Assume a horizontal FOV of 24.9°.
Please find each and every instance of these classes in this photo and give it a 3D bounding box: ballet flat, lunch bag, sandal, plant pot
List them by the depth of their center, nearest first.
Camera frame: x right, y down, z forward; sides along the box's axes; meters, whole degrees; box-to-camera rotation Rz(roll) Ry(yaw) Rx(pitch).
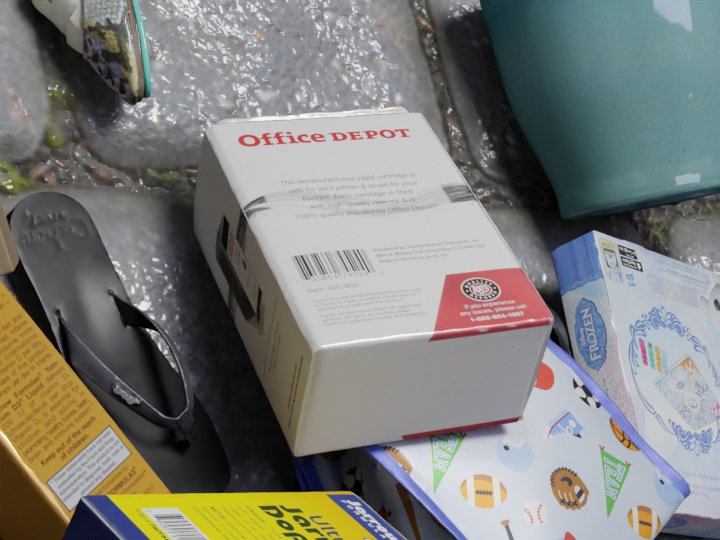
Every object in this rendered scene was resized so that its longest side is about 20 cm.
[{"bbox_3d":[-0.137,0.046,0.908,0.076,0.043,0.201,-31,88,-45],"label":"sandal"},{"bbox_3d":[0.066,0.122,0.978,0.200,0.124,0.170,49,48,2],"label":"lunch bag"},{"bbox_3d":[-0.172,-0.189,1.004,0.071,0.072,0.202,7,62,-37],"label":"ballet flat"},{"bbox_3d":[0.195,-0.140,1.186,0.199,0.199,0.190,-9,88,-42],"label":"plant pot"}]

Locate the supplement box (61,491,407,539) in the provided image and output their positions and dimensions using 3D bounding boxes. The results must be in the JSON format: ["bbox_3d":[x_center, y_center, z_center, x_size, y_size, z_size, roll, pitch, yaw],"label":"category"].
[{"bbox_3d":[-0.054,0.183,0.801,0.109,0.110,0.199,36,18,36],"label":"supplement box"}]

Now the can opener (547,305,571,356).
[{"bbox_3d":[0.068,0.009,1.099,0.063,0.079,0.200,-45,96,-5],"label":"can opener"}]

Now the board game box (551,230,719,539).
[{"bbox_3d":[0.227,0.088,1.166,0.199,0.043,0.201,16,56,-46],"label":"board game box"}]

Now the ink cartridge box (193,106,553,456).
[{"bbox_3d":[0.000,0.000,0.943,0.145,0.084,0.201,-6,42,-22],"label":"ink cartridge box"}]

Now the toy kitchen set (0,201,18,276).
[{"bbox_3d":[-0.271,-0.076,0.816,0.161,0.200,0.182,-17,100,-4],"label":"toy kitchen set"}]

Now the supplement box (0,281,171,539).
[{"bbox_3d":[-0.179,0.079,0.840,0.201,0.066,0.069,51,45,-6],"label":"supplement box"}]
